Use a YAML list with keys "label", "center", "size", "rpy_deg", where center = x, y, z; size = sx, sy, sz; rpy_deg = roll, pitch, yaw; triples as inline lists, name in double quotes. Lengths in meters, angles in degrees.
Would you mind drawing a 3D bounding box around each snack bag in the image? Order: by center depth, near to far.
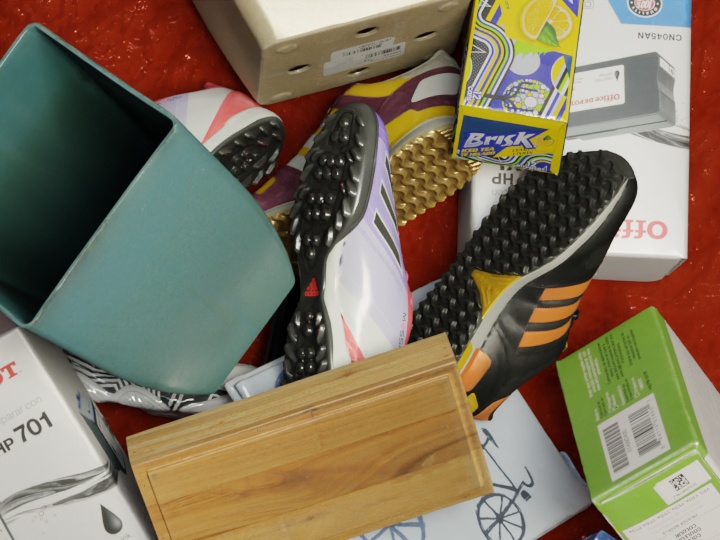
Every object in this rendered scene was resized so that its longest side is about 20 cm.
- label: "snack bag"
  center: [0.034, 0.110, 1.678]
  size: [0.200, 0.021, 0.189]
  rpy_deg: [-28, 80, -38]

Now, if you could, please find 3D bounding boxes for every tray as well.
- label: "tray"
  center: [-0.029, 0.116, 1.571]
  size: [0.199, 0.037, 0.099]
  rpy_deg: [-18, 121, -1]

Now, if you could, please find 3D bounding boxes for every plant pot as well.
- label: "plant pot"
  center: [-0.137, -0.018, 1.550]
  size: [0.141, 0.200, 0.142]
  rpy_deg: [35, 88, 37]
- label: "plant pot"
  center: [-0.022, -0.218, 1.668]
  size: [0.199, 0.200, 0.178]
  rpy_deg: [-15, 78, -7]

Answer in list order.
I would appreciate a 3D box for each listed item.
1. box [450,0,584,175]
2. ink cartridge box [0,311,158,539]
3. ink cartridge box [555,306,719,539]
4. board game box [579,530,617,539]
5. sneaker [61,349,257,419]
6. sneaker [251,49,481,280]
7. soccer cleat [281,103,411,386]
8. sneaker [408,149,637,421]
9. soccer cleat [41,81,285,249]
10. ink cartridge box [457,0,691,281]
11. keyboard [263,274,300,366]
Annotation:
- label: "box"
  center: [0.103, -0.164, 1.642]
  size: [0.070, 0.064, 0.201]
  rpy_deg: [9, 60, 1]
- label: "ink cartridge box"
  center: [-0.217, 0.140, 1.619]
  size: [0.146, 0.086, 0.201]
  rpy_deg: [-30, 105, 3]
- label: "ink cartridge box"
  center: [0.213, 0.145, 1.642]
  size: [0.076, 0.148, 0.200]
  rpy_deg: [-31, 121, 14]
- label: "board game box"
  center: [0.099, 0.257, 1.643]
  size: [0.034, 0.135, 0.201]
  rpy_deg: [33, 81, 2]
- label: "sneaker"
  center: [-0.148, 0.031, 1.687]
  size: [0.199, 0.075, 0.116]
  rpy_deg: [8, 83, 0]
- label: "sneaker"
  center: [-0.009, -0.065, 1.708]
  size: [0.199, 0.075, 0.090]
  rpy_deg: [-27, 44, 20]
- label: "soccer cleat"
  center: [0.000, 0.000, 1.624]
  size: [0.073, 0.068, 0.201]
  rpy_deg: [7, 86, -34]
- label: "sneaker"
  center: [0.110, 0.011, 1.656]
  size: [0.200, 0.090, 0.070]
  rpy_deg: [-48, 45, 12]
- label: "soccer cleat"
  center: [-0.140, -0.067, 1.676]
  size: [0.199, 0.069, 0.073]
  rpy_deg: [-26, 49, -38]
- label: "ink cartridge box"
  center: [0.139, -0.100, 1.728]
  size: [0.144, 0.084, 0.201]
  rpy_deg: [2, 81, -3]
- label: "keyboard"
  center: [-0.029, 0.108, 1.687]
  size: [0.104, 0.040, 0.201]
  rpy_deg: [24, 59, -22]
